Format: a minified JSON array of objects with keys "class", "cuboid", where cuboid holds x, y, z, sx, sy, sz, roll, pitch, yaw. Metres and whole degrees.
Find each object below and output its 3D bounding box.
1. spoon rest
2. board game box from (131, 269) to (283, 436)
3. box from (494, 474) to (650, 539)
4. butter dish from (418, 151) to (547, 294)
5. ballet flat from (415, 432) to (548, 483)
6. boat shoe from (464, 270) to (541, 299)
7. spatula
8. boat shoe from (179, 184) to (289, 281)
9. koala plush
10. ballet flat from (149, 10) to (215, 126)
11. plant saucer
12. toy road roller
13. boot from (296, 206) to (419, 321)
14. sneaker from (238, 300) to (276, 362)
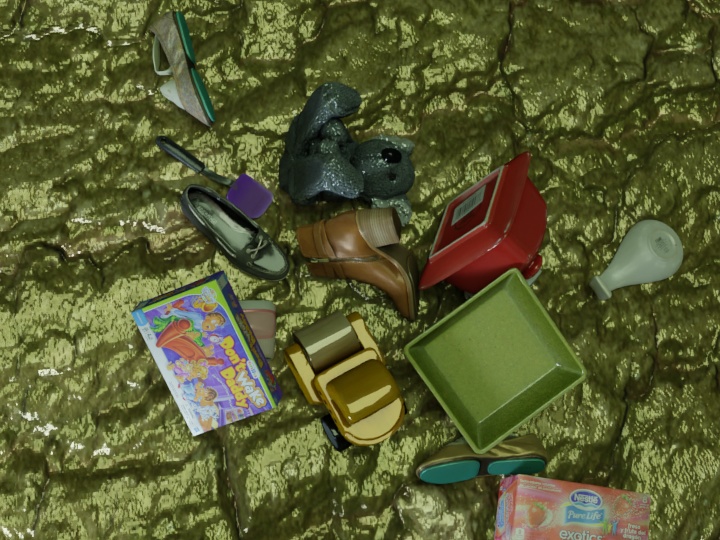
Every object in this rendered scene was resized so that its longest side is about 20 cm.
[{"class":"spoon rest","cuboid":[0.431,-0.012,1.674,0.200,0.061,0.099,-30,83,-28]},{"class":"board game box","cuboid":[-0.212,0.116,1.479,0.134,0.045,0.200,-21,104,14]},{"class":"box","cuboid":[0.304,0.357,1.532,0.200,0.103,0.095,10,74,-5]},{"class":"butter dish","cuboid":[0.206,-0.042,1.565,0.148,0.200,0.200,37,47,-18]},{"class":"ballet flat","cuboid":[0.175,0.273,1.563,0.200,0.069,0.063,-1,48,-11]},{"class":"boat shoe","cuboid":[0.190,0.048,1.611,0.200,0.071,0.070,-43,79,-14]},{"class":"spatula","cuboid":[-0.228,-0.148,1.620,0.200,0.021,0.057,31,68,1]},{"class":"boat shoe","cuboid":[-0.189,-0.056,1.584,0.200,0.057,0.067,38,74,2]},{"class":"koala plush","cuboid":[-0.004,-0.159,1.604,0.200,0.184,0.178,9,66,-28]},{"class":"ballet flat","cuboid":[-0.279,-0.303,1.637,0.067,0.068,0.200,-20,74,7]},{"class":"plant saucer","cuboid":[0.190,0.127,1.525,0.200,0.048,0.200,-36,101,-1]},{"class":"toy road roller","cuboid":[-0.013,0.152,1.511,0.123,0.146,0.200,-27,81,-14]},{"class":"boot","cuboid":[0.000,0.000,1.582,0.155,0.200,0.077,-11,37,17]},{"class":"sneaker","cuboid":[-0.216,0.102,1.530,0.200,0.075,0.105,-2,71,-13]}]
